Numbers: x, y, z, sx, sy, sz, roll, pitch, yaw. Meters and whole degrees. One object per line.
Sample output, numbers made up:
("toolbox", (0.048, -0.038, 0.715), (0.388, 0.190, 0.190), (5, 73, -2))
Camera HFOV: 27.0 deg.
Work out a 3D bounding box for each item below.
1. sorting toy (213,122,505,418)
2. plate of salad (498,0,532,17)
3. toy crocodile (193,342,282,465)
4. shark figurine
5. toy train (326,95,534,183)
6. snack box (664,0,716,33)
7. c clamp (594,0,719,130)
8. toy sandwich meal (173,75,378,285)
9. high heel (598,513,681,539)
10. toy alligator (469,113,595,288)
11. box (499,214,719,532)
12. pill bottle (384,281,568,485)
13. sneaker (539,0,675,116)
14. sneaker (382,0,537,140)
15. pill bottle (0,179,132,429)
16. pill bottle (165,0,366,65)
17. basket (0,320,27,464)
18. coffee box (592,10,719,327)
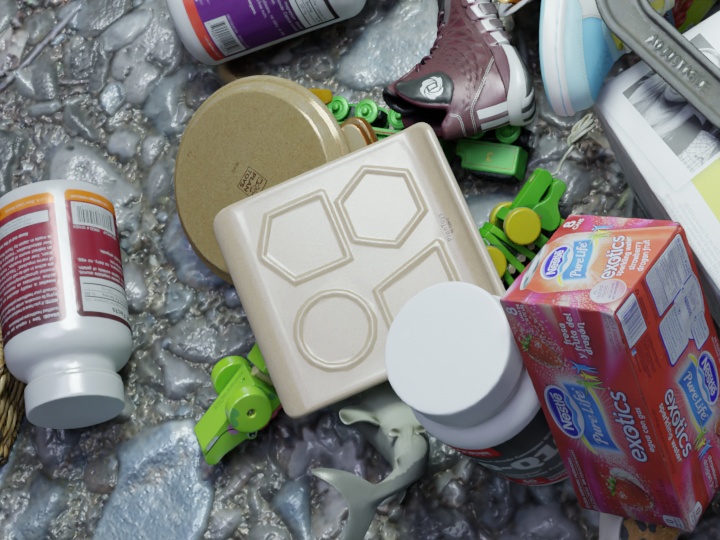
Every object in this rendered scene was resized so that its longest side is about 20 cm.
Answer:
("sorting toy", (0.000, 0.000, 1.207), (0.199, 0.036, 0.186), (-24, 73, 4))
("plate of salad", (0.171, -0.295, 1.238), (0.048, 0.200, 0.201), (37, 87, -9))
("toy crocodile", (-0.071, 0.079, 1.263), (0.200, 0.062, 0.068), (-54, 31, 5))
("shark figurine", (0.023, 0.154, 1.180), (0.127, 0.215, 0.090), (1, 114, -3))
("toy train", (0.053, -0.111, 1.295), (0.199, 0.042, 0.057), (9, 86, 24))
("snack box", (0.287, -0.303, 1.196), (0.068, 0.169, 0.200), (39, 89, 22))
("c clamp", (0.250, -0.194, 0.999), (0.171, 0.027, 0.200), (-40, 85, -4))
("toy sandwich meal", (-0.070, -0.077, 1.305), (0.204, 0.070, 0.207), (2, 95, 29))
("high heel", (0.230, 0.223, 1.116), (0.199, 0.071, 0.143), (-32, 92, -11))
("toy alligator", (0.139, -0.037, 1.229), (0.054, 0.059, 0.200), (42, 90, -13))
("box", (0.185, 0.071, 1.036), (0.095, 0.201, 0.100), (7, 42, 42))
("pill bottle", (0.101, 0.085, 1.112), (0.113, 0.200, 0.115), (-10, 67, 25))
("sneaker", (0.201, -0.195, 1.042), (0.130, 0.080, 0.201), (5, 63, 24))
("sneaker", (0.064, -0.185, 1.268), (0.115, 0.076, 0.201), (-21, 48, 0))
("pill bottle", (-0.262, 0.031, 1.325), (0.112, 0.113, 0.201), (-17, 66, 15))
("pill bottle", (-0.071, -0.266, 1.354), (0.199, 0.112, 0.113), (-17, 67, 14))
("basket", (-0.386, 0.074, 1.338), (0.142, 0.149, 0.201), (-9, 68, 18))
("coffee box", (0.315, -0.066, 1.087), (0.197, 0.200, 0.201), (-33, 63, 7))
